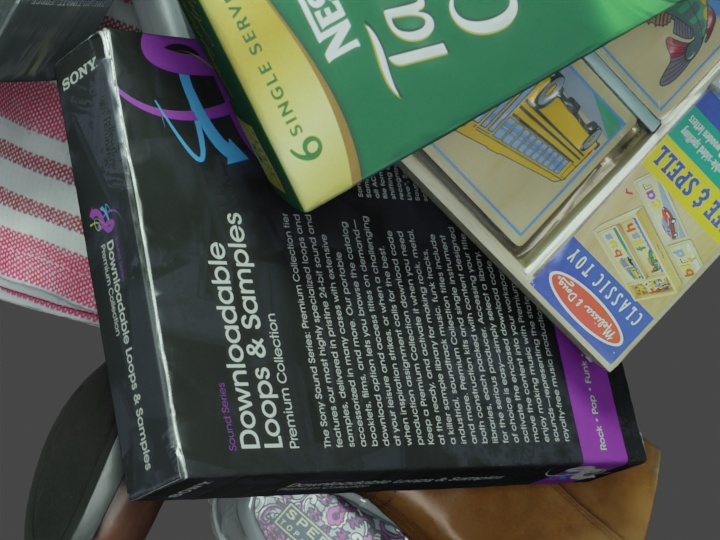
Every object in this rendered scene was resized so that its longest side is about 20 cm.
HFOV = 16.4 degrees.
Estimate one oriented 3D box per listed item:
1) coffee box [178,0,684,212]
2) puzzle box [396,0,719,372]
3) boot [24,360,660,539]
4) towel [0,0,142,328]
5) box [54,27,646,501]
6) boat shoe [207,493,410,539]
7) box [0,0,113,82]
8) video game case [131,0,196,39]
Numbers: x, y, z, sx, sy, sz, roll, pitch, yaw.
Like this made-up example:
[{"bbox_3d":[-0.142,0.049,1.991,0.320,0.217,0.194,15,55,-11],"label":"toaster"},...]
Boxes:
[{"bbox_3d":[0.038,-0.117,0.752,0.199,0.044,0.124,-28,107,-7],"label":"coffee box"},{"bbox_3d":[0.057,-0.081,0.801,0.200,0.025,0.133,44,89,-18],"label":"puzzle box"},{"bbox_3d":[-0.001,0.078,0.843,0.200,0.068,0.189,41,46,-16],"label":"boot"},{"bbox_3d":[-0.063,-0.076,0.874,0.146,0.030,0.202,17,87,-31],"label":"towel"},{"bbox_3d":[0.000,0.000,0.811,0.199,0.036,0.144,3,69,-42],"label":"box"},{"bbox_3d":[0.032,0.131,0.892,0.200,0.069,0.072,45,84,-6],"label":"boat shoe"},{"bbox_3d":[-0.134,-0.182,0.800,0.200,0.048,0.159,43,117,23],"label":"box"},{"bbox_3d":[-0.018,-0.166,0.872,0.181,0.023,0.201,-20,93,-34],"label":"video game case"}]
